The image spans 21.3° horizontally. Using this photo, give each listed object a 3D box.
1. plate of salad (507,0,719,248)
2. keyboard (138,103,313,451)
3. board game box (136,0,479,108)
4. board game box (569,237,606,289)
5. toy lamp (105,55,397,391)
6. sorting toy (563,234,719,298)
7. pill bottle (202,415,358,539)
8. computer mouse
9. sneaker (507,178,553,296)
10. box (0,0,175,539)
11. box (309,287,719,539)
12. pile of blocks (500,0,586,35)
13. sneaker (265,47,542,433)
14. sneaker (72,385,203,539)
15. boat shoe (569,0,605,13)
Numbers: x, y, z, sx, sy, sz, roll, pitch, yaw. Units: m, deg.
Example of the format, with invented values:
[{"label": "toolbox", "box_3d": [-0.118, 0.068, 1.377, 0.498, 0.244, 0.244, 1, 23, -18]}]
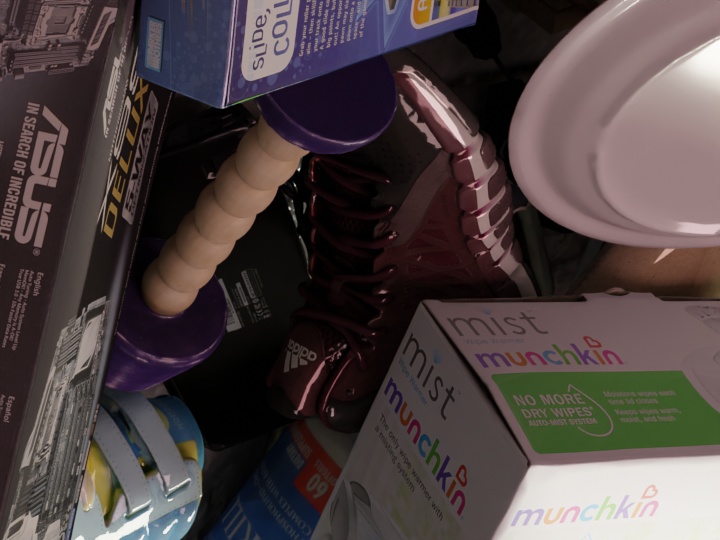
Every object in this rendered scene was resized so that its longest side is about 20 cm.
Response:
[{"label": "plate of salad", "box_3d": [0.150, -0.071, 0.700, 0.199, 0.048, 0.200, -8, 150, -5]}, {"label": "keyboard", "box_3d": [-0.048, -0.003, 0.801, 0.104, 0.040, 0.200, -19, 143, -2]}, {"label": "board game box", "box_3d": [-0.002, -0.158, 0.546, 0.135, 0.034, 0.201, -25, 129, -51]}, {"label": "board game box", "box_3d": [0.144, 0.012, 0.950, 0.200, 0.041, 0.200, -39, 153, -53]}, {"label": "toy lamp", "box_3d": [-0.052, -0.014, 0.687, 0.058, 0.058, 0.200, -19, 163, -36]}, {"label": "sorting toy", "box_3d": [0.159, 0.030, 0.854, 0.200, 0.036, 0.185, 25, 108, -44]}, {"label": "pill bottle", "box_3d": [-0.036, 0.167, 0.907, 0.200, 0.112, 0.112, -53, 146, 8]}, {"label": "computer mouse", "box_3d": [0.060, -0.070, 0.823, 0.034, 0.059, 0.200, -31, 145, 5]}, {"label": "sneaker", "box_3d": [0.054, 0.019, 0.890, 0.073, 0.071, 0.200, -38, 146, -13]}, {"label": "box", "box_3d": [-0.106, 0.012, 0.586, 0.158, 0.050, 0.201, 102, 1, -84]}, {"label": "box", "box_3d": [0.093, 0.103, 0.775, 0.199, 0.097, 0.177, 2, 129, -33]}, {"label": "pile of blocks", "box_3d": [0.147, -0.134, 0.845, 0.199, 0.062, 0.082, -3, 127, -47]}, {"label": "sneaker", "box_3d": [0.000, 0.000, 0.725, 0.116, 0.076, 0.200, -44, 140, -12]}, {"label": "sneaker", "box_3d": [-0.127, 0.072, 0.740, 0.130, 0.080, 0.200, -35, 154, -14]}, {"label": "boat shoe", "box_3d": [0.121, -0.163, 0.729, 0.075, 0.075, 0.202, -55, 180, 38]}]
